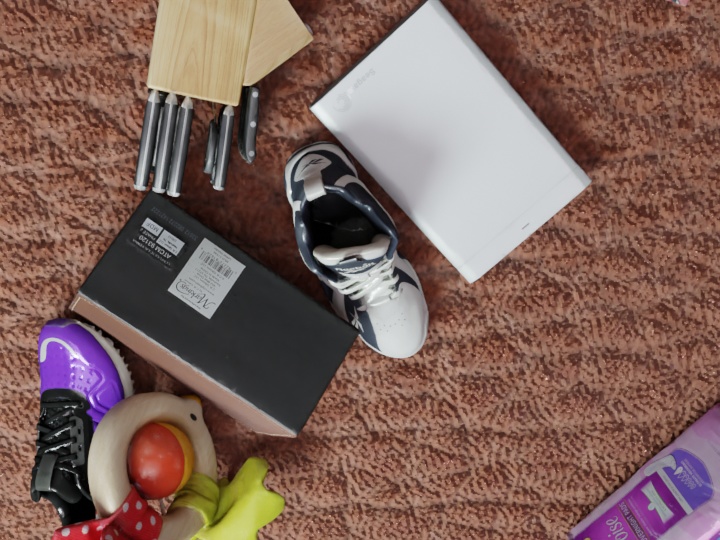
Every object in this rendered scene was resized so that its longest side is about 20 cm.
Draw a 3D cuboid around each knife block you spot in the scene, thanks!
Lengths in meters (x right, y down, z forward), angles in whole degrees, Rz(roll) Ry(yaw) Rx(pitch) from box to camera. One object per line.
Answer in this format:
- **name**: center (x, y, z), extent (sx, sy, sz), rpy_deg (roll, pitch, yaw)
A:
- **knife block**: center (-0.134, -0.164, 0.773), extent (0.176, 0.064, 0.200), rpy_deg (-36, 106, -4)

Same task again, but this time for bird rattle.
- **bird rattle**: center (-0.174, 0.184, 0.850), extent (0.113, 0.200, 0.163), rpy_deg (-21, 79, 42)

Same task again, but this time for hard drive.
- **hard drive**: center (0.074, -0.103, 0.838), extent (0.132, 0.026, 0.200), rpy_deg (-41, 105, 10)

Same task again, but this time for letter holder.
- **letter holder**: center (-0.126, 0.043, 0.848), extent (0.200, 0.142, 0.101), rpy_deg (35, 71, -11)

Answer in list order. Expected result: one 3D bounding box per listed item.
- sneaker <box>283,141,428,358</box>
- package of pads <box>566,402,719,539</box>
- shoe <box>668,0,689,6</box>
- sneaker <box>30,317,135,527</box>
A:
- **sneaker**: center (0.000, 0.000, 0.813), extent (0.079, 0.130, 0.199), rpy_deg (-19, 108, 5)
- **package of pads**: center (0.282, 0.220, 0.898), extent (0.200, 0.121, 0.076), rpy_deg (-44, 110, 11)
- **shoe**: center (0.192, -0.284, 0.760), extent (0.200, 0.071, 0.091), rpy_deg (31, 98, -16)
- **sneaker**: center (-0.237, 0.142, 0.856), extent (0.070, 0.100, 0.200), rpy_deg (-2, 110, 25)
